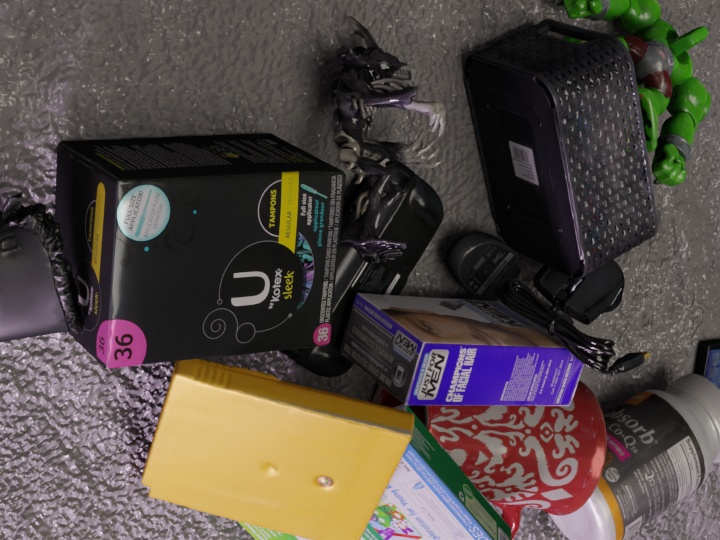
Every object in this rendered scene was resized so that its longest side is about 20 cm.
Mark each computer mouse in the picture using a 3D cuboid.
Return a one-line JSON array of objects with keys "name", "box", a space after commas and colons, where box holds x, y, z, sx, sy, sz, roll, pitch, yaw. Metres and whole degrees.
[{"name": "computer mouse", "box": [0.144, 0.017, 1.500, 0.059, 0.034, 0.200, -48, 133, 3]}, {"name": "computer mouse", "box": [0.224, 0.029, 1.451, 0.199, 0.140, 0.046, -17, 141, -57]}]

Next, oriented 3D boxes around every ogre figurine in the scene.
[{"name": "ogre figurine", "box": [0.266, -0.186, 1.448, 0.120, 0.200, 0.098, -31, 163, -42]}]

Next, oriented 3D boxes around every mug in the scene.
[{"name": "mug", "box": [0.114, 0.179, 1.467, 0.198, 0.133, 0.180, 10, 81, -31]}]

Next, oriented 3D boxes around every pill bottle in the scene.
[{"name": "pill bottle", "box": [0.288, 0.194, 1.602, 0.199, 0.116, 0.117, -30, 121, -22]}]

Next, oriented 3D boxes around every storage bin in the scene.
[{"name": "storage bin", "box": [0.181, -0.111, 1.408, 0.093, 0.135, 0.202, -27, 120, -22]}]

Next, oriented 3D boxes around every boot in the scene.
[{"name": "boot", "box": [-0.289, 0.047, 1.172, 0.161, 0.073, 0.200, -15, 110, -6]}]

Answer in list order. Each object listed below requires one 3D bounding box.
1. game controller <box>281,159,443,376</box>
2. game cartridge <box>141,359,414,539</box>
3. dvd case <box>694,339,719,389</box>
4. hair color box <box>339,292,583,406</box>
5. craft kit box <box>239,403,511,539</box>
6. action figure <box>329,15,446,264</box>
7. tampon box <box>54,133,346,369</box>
[{"name": "game controller", "box": [0.000, 0.000, 1.398, 0.201, 0.042, 0.104, -57, 141, -3]}, {"name": "game cartridge", "box": [-0.073, 0.152, 1.290, 0.198, 0.033, 0.177, 17, 136, -7]}, {"name": "dvd case", "box": [0.446, 0.141, 1.745, 0.198, 0.018, 0.144, -3, 108, -31]}, {"name": "hair color box", "box": [0.094, 0.072, 1.399, 0.198, 0.109, 0.066, 2, 111, -37]}, {"name": "craft kit box", "box": [0.006, 0.221, 1.399, 0.196, 0.049, 0.200, -23, 128, 21]}, {"name": "action figure", "box": [0.022, -0.111, 1.296, 0.101, 0.119, 0.203, 2, 79, 5]}, {"name": "tampon box", "box": [-0.132, -0.021, 1.242, 0.198, 0.126, 0.152, -6, 110, -32]}]
